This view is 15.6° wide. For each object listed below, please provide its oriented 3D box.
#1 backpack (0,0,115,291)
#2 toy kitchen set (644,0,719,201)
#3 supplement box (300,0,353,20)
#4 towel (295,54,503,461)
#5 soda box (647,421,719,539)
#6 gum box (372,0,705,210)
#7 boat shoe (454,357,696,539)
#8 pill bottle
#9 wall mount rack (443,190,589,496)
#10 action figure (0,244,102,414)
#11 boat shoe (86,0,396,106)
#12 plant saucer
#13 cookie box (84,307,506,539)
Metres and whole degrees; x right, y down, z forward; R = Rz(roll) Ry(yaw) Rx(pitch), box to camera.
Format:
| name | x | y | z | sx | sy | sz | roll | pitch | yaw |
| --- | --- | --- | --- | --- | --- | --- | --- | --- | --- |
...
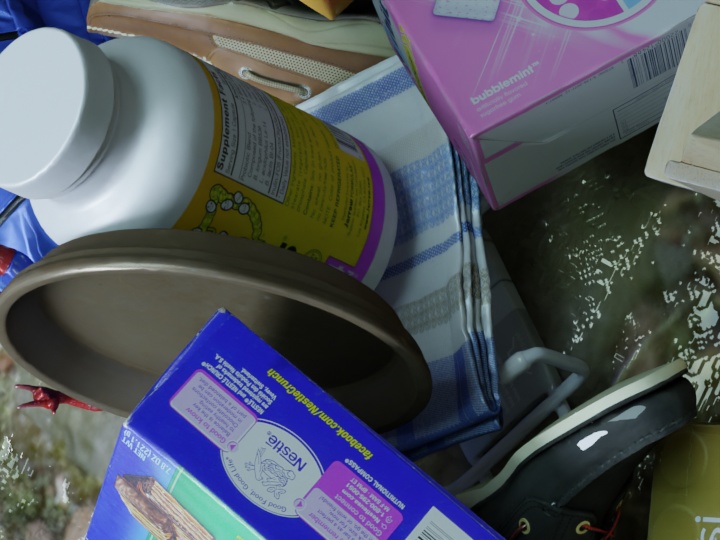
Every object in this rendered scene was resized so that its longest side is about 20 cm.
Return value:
| name | x | y | z | sx | sy | sz | roll | pitch | yaw |
| --- | --- | --- | --- | --- | --- | --- | --- | --- | --- |
| backpack | -0.166 | -0.073 | 1.433 | 0.162 | 0.167 | 0.201 | -43 | 58 | 33 |
| toy kitchen set | 0.209 | -0.096 | 1.019 | 0.200 | 0.163 | 0.181 | 19 | 91 | 43 |
| supplement box | 0.028 | -0.220 | 1.311 | 0.200 | 0.067 | 0.069 | -43 | 51 | -8 |
| towel | 0.000 | 0.000 | 1.271 | 0.146 | 0.024 | 0.201 | -22 | 64 | 35 |
| soda box | 0.164 | 0.169 | 1.151 | 0.068 | 0.064 | 0.201 | -1 | 78 | 42 |
| gum box | 0.117 | -0.130 | 1.211 | 0.199 | 0.066 | 0.114 | -28 | 58 | -3 |
| boat shoe | 0.091 | 0.102 | 1.173 | 0.063 | 0.073 | 0.201 | 59 | 137 | 13 |
| pill bottle | -0.081 | -0.042 | 1.198 | 0.104 | 0.200 | 0.105 | -17 | 63 | 37 |
| wall mount rack | 0.020 | 0.051 | 1.299 | 0.174 | 0.074 | 0.201 | -44 | 53 | 27 |
| action figure | -0.146 | 0.042 | 1.375 | 0.065 | 0.199 | 0.052 | -45 | 27 | 32 |
| boat shoe | -0.044 | -0.108 | 1.352 | 0.199 | 0.076 | 0.074 | 10 | 106 | 10 |
| plant saucer | -0.065 | 0.030 | 1.179 | 0.199 | 0.200 | 0.030 | -11 | 59 | 39 |
| cookie box | -0.033 | 0.128 | 1.175 | 0.171 | 0.200 | 0.075 | 39 | 66 | 6 |
